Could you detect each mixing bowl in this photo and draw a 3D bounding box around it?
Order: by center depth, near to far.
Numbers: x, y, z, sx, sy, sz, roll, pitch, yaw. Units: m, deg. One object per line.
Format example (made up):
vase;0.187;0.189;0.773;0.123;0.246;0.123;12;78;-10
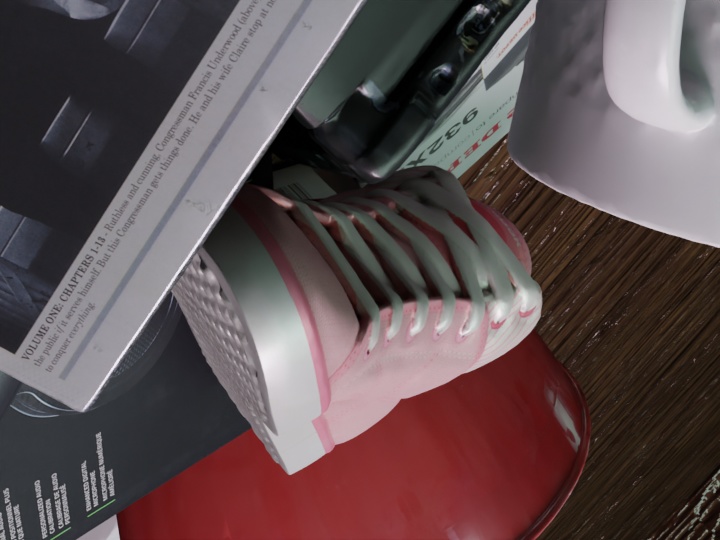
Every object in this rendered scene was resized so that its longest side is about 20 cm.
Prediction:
mixing bowl;-0.020;0.042;0.910;0.200;0.200;0.109;-35;121;-24

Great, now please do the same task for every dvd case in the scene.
dvd case;-0.117;-0.066;0.548;0.150;0.200;0.025;-54;-165;31

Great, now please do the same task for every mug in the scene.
mug;0.127;-0.103;0.746;0.200;0.147;0.176;-16;122;-61

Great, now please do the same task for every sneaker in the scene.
sneaker;0.000;0.000;0.694;0.104;0.075;0.200;-32;167;-5

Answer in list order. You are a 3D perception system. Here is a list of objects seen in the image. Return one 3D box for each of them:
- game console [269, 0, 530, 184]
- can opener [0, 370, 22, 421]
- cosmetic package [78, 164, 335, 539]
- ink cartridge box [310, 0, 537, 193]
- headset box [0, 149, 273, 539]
game console;0.018;-0.137;0.645;0.200;0.116;0.176;-51;-165;-5
can opener;-0.095;-0.005;0.636;0.079;0.063;0.201;35;75;-32
cosmetic package;-0.077;0.047;1.098;0.102;0.074;0.200;-20;151;-50
ink cartridge box;0.025;-0.112;0.911;0.145;0.084;0.200;-42;163;-5
headset box;-0.130;0.006;0.743;0.200;0.093;0.175;-30;136;-34
